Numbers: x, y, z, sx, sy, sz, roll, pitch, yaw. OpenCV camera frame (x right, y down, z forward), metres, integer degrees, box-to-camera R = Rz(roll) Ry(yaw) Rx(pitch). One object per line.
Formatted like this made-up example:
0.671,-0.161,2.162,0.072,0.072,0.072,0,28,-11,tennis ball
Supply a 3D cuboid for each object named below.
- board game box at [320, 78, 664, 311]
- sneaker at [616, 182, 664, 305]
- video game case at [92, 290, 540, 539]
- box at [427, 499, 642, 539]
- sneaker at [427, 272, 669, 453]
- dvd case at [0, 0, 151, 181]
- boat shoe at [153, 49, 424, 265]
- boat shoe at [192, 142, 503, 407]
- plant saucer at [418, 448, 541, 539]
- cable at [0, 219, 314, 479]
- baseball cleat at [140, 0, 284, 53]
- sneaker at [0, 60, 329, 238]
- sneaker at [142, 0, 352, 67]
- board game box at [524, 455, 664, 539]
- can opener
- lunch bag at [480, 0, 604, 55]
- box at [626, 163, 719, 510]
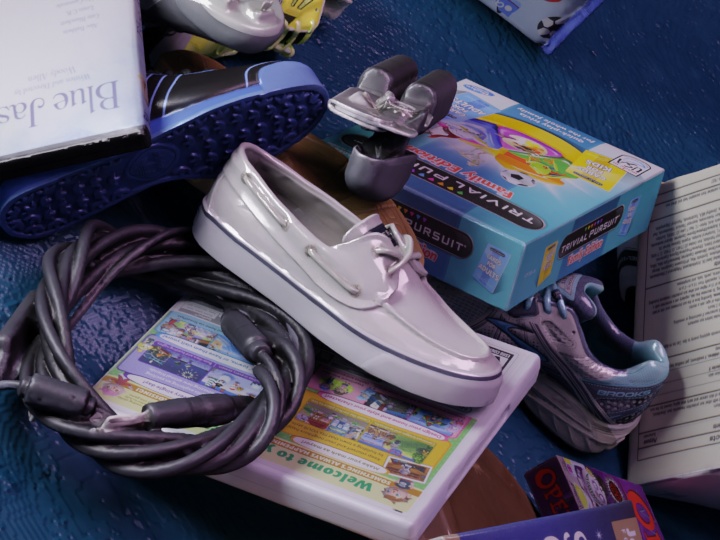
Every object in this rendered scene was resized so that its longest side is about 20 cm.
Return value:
0.076,-0.050,1.775,0.151,0.047,0.200,26,25,22,board game box
0.248,0.019,1.938,0.199,0.076,0.088,23,61,-24,sneaker
-0.026,0.066,1.592,0.199,0.022,0.182,19,35,17,video game case
0.113,0.190,1.548,0.200,0.032,0.122,-5,76,-50,box
0.103,0.021,1.774,0.200,0.086,0.078,35,40,-9,sneaker
-0.192,-0.134,1.617,0.018,0.142,0.201,70,10,-54,dvd case
-0.051,-0.044,1.686,0.200,0.069,0.074,41,27,16,boat shoe
0.000,0.000,1.588,0.200,0.066,0.072,36,25,22,boat shoe
0.074,0.163,1.614,0.200,0.029,0.200,51,18,-23,plant saucer
-0.102,0.035,1.557,0.162,0.051,0.200,17,33,11,cable
-0.122,-0.160,1.694,0.070,0.107,0.200,-11,41,-44,baseball cleat
-0.120,-0.088,1.620,0.199,0.070,0.078,-19,58,-12,sneaker
-0.064,-0.167,1.795,0.076,0.075,0.200,47,40,1,sneaker
0.167,0.208,1.692,0.120,0.032,0.201,29,35,-60,board game box
0.015,-0.084,1.701,0.053,0.067,0.200,21,11,6,can opener
0.112,-0.278,2.016,0.170,0.124,0.201,33,48,-15,lunch bag
0.249,0.042,1.810,0.109,0.128,0.201,15,71,-33,box
